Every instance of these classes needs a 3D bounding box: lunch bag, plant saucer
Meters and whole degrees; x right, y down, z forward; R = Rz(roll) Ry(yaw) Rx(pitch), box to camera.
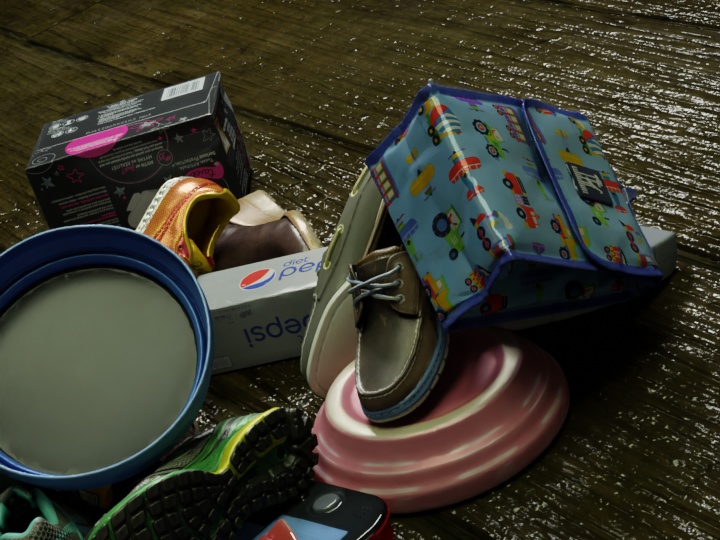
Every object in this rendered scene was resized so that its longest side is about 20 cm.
[{"bbox_3d":[0.127,-0.045,1.299,0.199,0.151,0.094,-2,-34,-39],"label":"lunch bag"},{"bbox_3d":[0.052,0.097,1.308,0.199,0.051,0.201,-17,26,8],"label":"plant saucer"}]

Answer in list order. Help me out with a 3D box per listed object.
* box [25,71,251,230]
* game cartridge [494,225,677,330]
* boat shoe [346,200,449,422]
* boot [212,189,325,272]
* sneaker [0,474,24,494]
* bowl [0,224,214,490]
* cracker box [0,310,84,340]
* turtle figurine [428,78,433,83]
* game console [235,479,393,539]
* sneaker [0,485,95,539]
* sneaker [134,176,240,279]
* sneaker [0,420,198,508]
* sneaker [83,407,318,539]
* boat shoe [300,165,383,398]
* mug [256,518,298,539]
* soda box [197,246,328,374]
[{"bbox_3d":[-0.221,-0.104,1.821,0.198,0.116,0.132,-15,25,7],"label":"box"},{"bbox_3d":[0.146,0.000,1.389,0.199,0.041,0.133,-17,16,-36],"label":"game cartridge"},{"bbox_3d":[0.021,0.017,1.298,0.072,0.073,0.201,-16,42,27],"label":"boat shoe"},{"bbox_3d":[-0.115,0.012,1.601,0.166,0.073,0.200,-38,30,-9],"label":"boot"},{"bbox_3d":[-0.317,0.175,1.391,0.120,0.084,0.201,0,49,-24],"label":"sneaker"},{"bbox_3d":[-0.200,0.063,1.277,0.198,0.039,0.202,-3,61,5],"label":"bowl"},{"bbox_3d":[-0.251,0.073,1.422,0.133,0.058,0.200,-4,-9,11],"label":"cracker box"},{"bbox_3d":[0.107,-0.084,1.574,0.148,0.101,0.200,19,23,-15],"label":"turtle figurine"},{"bbox_3d":[-0.090,0.207,1.218,0.200,0.031,0.176,-37,31,-32],"label":"game console"},{"bbox_3d":[-0.225,0.186,1.263,0.077,0.092,0.200,-29,16,-12],"label":"sneaker"},{"bbox_3d":[-0.173,0.006,1.551,0.077,0.073,0.201,15,73,38],"label":"sneaker"},{"bbox_3d":[-0.219,0.137,1.345,0.198,0.078,0.083,-6,66,-7],"label":"sneaker"},{"bbox_3d":[-0.118,0.164,1.236,0.085,0.079,0.199,-10,15,47],"label":"sneaker"},{"bbox_3d":[0.002,0.001,1.403,0.060,0.072,0.203,23,89,51],"label":"boat shoe"},{"bbox_3d":[-0.093,0.257,1.013,0.199,0.134,0.178,-28,25,-9],"label":"mug"},{"bbox_3d":[-0.043,0.026,1.496,0.198,0.064,0.068,-13,28,15],"label":"soda box"}]
